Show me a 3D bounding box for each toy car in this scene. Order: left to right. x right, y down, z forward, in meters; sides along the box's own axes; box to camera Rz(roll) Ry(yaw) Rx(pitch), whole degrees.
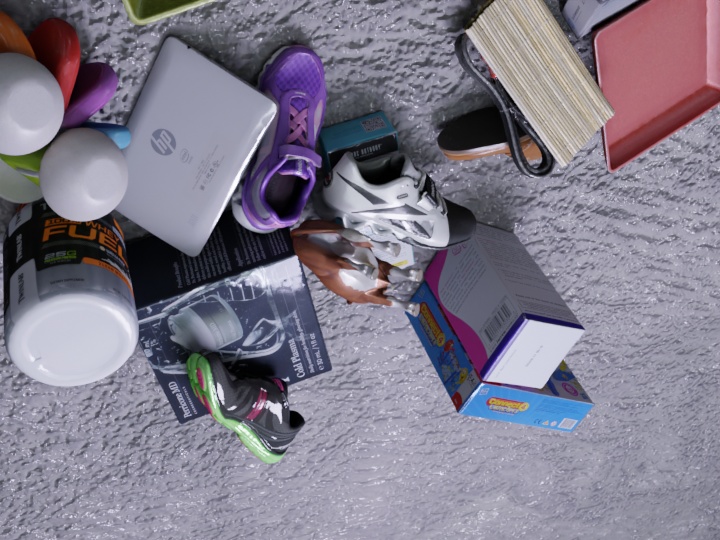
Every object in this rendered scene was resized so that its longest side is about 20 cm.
[{"bbox_3d":[-0.290,-0.148,0.806,0.150,0.174,0.200,-58,136,-21],"label":"toy car"}]

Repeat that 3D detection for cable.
[{"bbox_3d":[0.162,-0.193,0.954,0.097,0.050,0.201,-16,98,-17],"label":"cable"}]

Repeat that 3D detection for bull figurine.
[{"bbox_3d":[0.000,0.000,0.969,0.200,0.121,0.065,33,72,-59],"label":"bull figurine"}]

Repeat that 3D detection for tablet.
[{"bbox_3d":[-0.182,-0.122,0.905,0.130,0.014,0.200,32,115,-2],"label":"tablet"}]

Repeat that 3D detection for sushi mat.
[{"bbox_3d":[0.195,-0.213,0.942,0.096,0.012,0.200,-47,116,-9],"label":"sushi mat"}]

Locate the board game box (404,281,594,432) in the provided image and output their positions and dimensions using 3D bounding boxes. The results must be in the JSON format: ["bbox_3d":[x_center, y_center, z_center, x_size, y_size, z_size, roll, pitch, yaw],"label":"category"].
[{"bbox_3d":[0.182,0.115,1.174,0.199,0.196,0.056,14,121,-32],"label":"board game box"}]

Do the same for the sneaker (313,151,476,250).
[{"bbox_3d":[0.055,-0.081,0.971,0.199,0.074,0.089,8,127,-28],"label":"sneaker"}]

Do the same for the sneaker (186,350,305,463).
[{"bbox_3d":[-0.128,0.141,0.999,0.084,0.077,0.200,-42,138,-7],"label":"sneaker"}]

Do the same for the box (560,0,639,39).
[{"bbox_3d":[0.289,-0.311,0.881,0.155,0.041,0.200,-32,177,6],"label":"box"}]

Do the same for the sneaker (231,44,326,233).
[{"bbox_3d":[-0.072,-0.130,0.908,0.080,0.088,0.201,10,99,-24],"label":"sneaker"}]

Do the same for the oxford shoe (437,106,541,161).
[{"bbox_3d":[0.185,-0.154,1.038,0.199,0.072,0.072,-14,137,-13],"label":"oxford shoe"}]

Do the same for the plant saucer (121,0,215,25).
[{"bbox_3d":[-0.140,-0.339,0.760,0.199,0.048,0.200,-20,133,-5],"label":"plant saucer"}]

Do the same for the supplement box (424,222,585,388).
[{"bbox_3d":[0.174,0.038,1.104,0.103,0.200,0.101,12,124,-31],"label":"supplement box"}]

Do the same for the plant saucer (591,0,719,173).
[{"bbox_3d":[0.350,-0.243,1.033,0.199,0.037,0.201,-32,133,-10],"label":"plant saucer"}]

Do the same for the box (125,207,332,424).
[{"bbox_3d":[-0.156,0.046,1.029,0.196,0.124,0.201,-18,133,-5],"label":"box"}]

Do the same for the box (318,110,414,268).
[{"bbox_3d":[0.009,-0.082,1.037,0.082,0.049,0.201,-18,133,-8],"label":"box"}]

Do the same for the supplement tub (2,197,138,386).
[{"bbox_3d":[-0.293,0.007,0.883,0.122,0.200,0.123,-12,132,-14],"label":"supplement tub"}]
